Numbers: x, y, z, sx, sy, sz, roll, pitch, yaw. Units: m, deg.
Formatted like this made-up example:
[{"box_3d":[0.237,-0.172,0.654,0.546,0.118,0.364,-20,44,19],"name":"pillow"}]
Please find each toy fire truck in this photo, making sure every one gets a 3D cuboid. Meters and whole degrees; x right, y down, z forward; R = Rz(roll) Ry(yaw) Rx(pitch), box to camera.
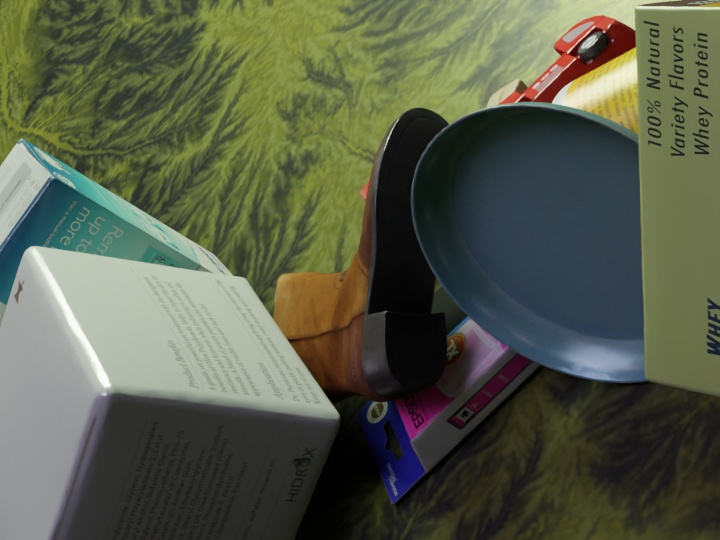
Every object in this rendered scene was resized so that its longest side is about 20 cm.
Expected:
[{"box_3d":[0.097,-0.093,1.370,0.200,0.049,0.141,-45,18,0],"name":"toy fire truck"}]

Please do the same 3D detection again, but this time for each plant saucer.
[{"box_3d":[0.124,-0.019,1.184,0.200,0.200,0.027,-17,28,43],"name":"plant saucer"}]

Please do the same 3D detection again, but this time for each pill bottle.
[{"box_3d":[0.182,-0.078,1.207,0.200,0.113,0.113,-27,45,32],"name":"pill bottle"}]

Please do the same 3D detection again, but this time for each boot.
[{"box_3d":[0.000,0.000,1.357,0.200,0.068,0.188,164,105,-64],"name":"boot"}]

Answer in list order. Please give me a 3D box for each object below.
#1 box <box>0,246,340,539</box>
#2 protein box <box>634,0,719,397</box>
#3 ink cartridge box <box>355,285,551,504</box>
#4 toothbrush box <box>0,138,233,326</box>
[{"box_3d":[-0.149,0.121,1.368,0.199,0.171,0.200,52,126,53],"name":"box"},{"box_3d":[0.254,-0.036,1.004,0.200,0.135,0.199,10,106,53],"name":"protein box"},{"box_3d":[0.067,0.052,1.324,0.200,0.037,0.095,-47,36,18],"name":"ink cartridge box"},{"box_3d":[-0.207,0.019,1.534,0.146,0.200,0.085,-53,36,5],"name":"toothbrush box"}]
